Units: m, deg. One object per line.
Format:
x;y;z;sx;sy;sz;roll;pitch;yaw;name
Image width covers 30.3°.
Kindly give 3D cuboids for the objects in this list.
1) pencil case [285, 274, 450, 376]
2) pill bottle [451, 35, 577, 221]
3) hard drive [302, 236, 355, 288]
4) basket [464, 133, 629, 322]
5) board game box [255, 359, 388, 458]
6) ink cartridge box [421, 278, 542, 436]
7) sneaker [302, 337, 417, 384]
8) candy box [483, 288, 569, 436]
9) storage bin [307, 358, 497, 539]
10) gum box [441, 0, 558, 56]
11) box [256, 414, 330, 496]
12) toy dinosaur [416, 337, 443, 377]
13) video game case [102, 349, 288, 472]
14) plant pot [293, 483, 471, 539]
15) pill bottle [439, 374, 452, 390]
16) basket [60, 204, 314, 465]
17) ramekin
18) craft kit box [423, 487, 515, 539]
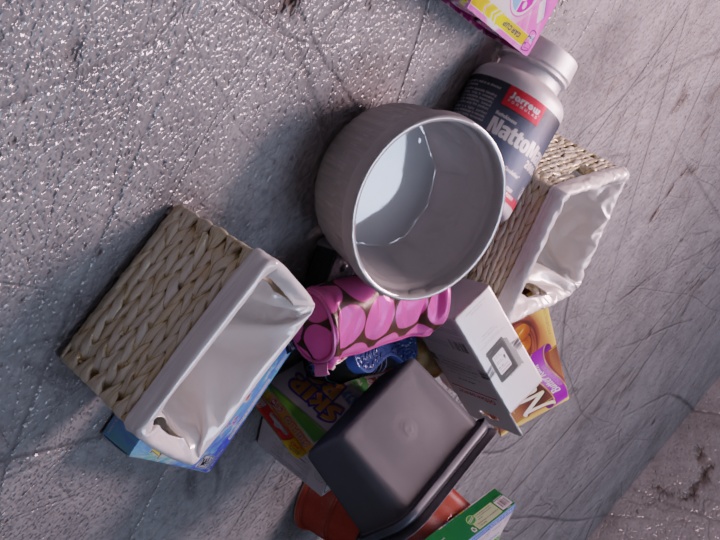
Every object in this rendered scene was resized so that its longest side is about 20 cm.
0.014;0.048;1.452;0.199;0.094;0.090;-15;177;-40;pencil case
0.165;-0.171;1.540;0.201;0.119;0.120;-61;156;-4;pill bottle
0.000;0.000;1.547;0.199;0.042;0.136;-20;137;-53;hard drive
0.207;-0.066;1.702;0.198;0.160;0.201;-19;136;-52;basket
-0.037;0.144;1.592;0.199;0.096;0.030;-29;165;-43;board game box
0.147;0.103;1.657;0.067;0.116;0.201;-42;119;-20;ink cartridge box
0.002;0.093;1.594;0.200;0.077;0.071;-7;83;-65;sneaker
0.212;0.125;1.828;0.116;0.057;0.201;-27;131;-9;candy box
0.037;0.207;1.534;0.200;0.135;0.145;-42;-176;-38;storage bin
0.148;-0.314;1.402;0.114;0.066;0.200;-61;155;7;gum box
-0.018;0.182;1.650;0.200;0.116;0.060;-31;146;-44;box
0.065;0.113;1.732;0.201;0.101;0.058;-60;155;9;toy dinosaur
-0.158;0.113;1.397;0.201;0.045;0.181;-56;155;0;video game case
0.045;0.336;1.855;0.201;0.195;0.202;-42;152;-28;plant pot
0.182;0.078;1.890;0.110;0.110;0.201;-20;137;-52;pill bottle
-0.160;0.057;1.232;0.200;0.123;0.136;-52;155;-7;basket
0.045;-0.081;1.392;0.199;0.105;0.202;-16;120;-30;ramekin
0.112;0.413;1.789;0.199;0.048;0.199;-23;137;-50;craft kit box
